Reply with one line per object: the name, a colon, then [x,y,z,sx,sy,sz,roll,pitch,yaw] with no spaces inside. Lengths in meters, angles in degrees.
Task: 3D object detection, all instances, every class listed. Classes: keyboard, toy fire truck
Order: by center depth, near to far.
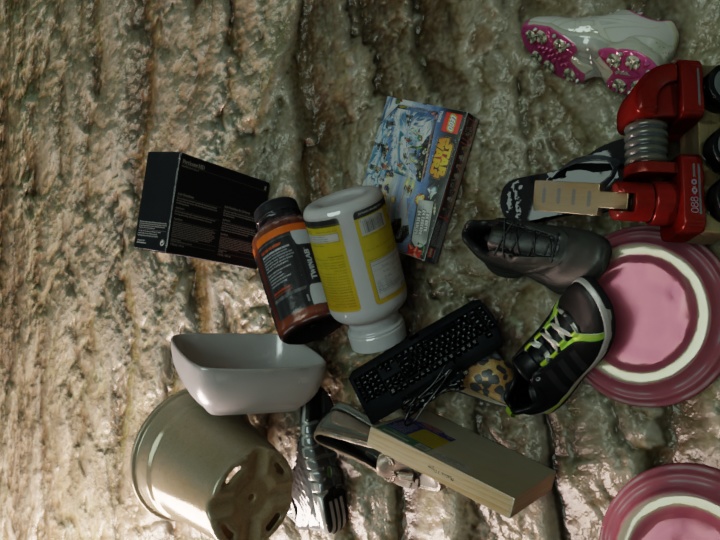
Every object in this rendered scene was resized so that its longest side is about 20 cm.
toy fire truck: [0.295,-0.121,0.784,0.194,0.129,0.181,2,79,1]
keyboard: [0.084,0.110,0.891,0.197,0.040,0.105,-31,52,-3]

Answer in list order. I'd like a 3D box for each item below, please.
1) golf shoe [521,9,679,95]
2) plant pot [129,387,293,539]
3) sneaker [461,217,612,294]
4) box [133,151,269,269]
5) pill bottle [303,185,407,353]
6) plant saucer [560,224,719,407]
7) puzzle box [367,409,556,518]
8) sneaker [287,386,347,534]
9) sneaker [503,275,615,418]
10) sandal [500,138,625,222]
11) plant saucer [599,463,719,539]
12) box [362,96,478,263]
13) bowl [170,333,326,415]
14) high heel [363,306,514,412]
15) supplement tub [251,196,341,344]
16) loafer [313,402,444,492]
golf shoe: [0.286,-0.274,0.878,0.092,0.076,0.198,-46,51,-14]
plant pot: [-0.191,0.283,1.013,0.181,0.197,0.206,12,91,49]
sneaker: [0.197,-0.023,0.853,0.198,0.090,0.078,5,74,52]
box: [-0.236,-0.087,1.114,0.077,0.198,0.145,10,88,33]
pill bottle: [0.000,0.000,0.967,0.110,0.112,0.205,-5,108,32]
plant saucer: [0.314,0.049,0.819,0.196,0.050,0.207,-5,80,33]
puzzle box: [0.121,0.225,0.877,0.197,0.132,0.026,19,101,35]
sneaker: [-0.088,0.274,1.047,0.113,0.074,0.206,-15,77,34]
sneaker: [0.213,0.098,0.811,0.072,0.081,0.204,53,143,41]
sandal: [0.259,-0.101,0.878,0.196,0.042,0.078,-20,73,30]
plant saucer: [0.344,0.308,0.757,0.196,0.050,0.207,-5,80,34]
box: [0.071,-0.127,1.010,0.135,0.040,0.205,20,95,35]
bowl: [-0.160,0.144,1.018,0.199,0.195,0.077,16,103,63]
high heel: [0.099,0.161,0.933,0.199,0.071,0.144,-41,57,13]
supplement tub: [-0.097,-0.004,1.066,0.106,0.106,0.204,-30,68,26]
loafer: [0.024,0.246,0.966,0.197,0.063,0.074,22,129,32]
